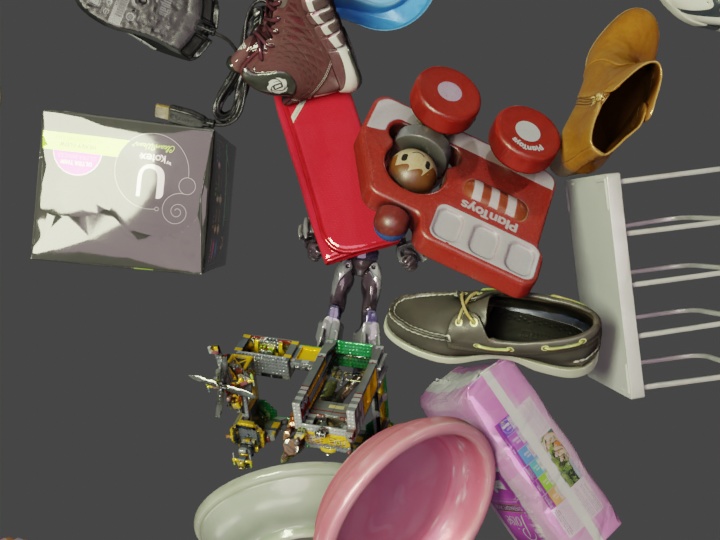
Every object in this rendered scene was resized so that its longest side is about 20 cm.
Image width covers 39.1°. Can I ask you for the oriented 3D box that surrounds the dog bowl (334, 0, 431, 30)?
[{"bbox_3d":[-0.022,-0.301,0.989,0.198,0.050,0.113,17,92,-3],"label":"dog bowl"}]

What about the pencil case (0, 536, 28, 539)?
[{"bbox_3d":[-0.278,0.326,0.998,0.197,0.087,0.089,14,92,-2],"label":"pencil case"}]

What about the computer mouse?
[{"bbox_3d":[-0.191,-0.221,0.994,0.198,0.046,0.142,17,95,-9],"label":"computer mouse"}]

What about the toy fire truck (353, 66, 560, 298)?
[{"bbox_3d":[0.085,-0.078,0.934,0.198,0.113,0.169,25,51,-2],"label":"toy fire truck"}]

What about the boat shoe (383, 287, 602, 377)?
[{"bbox_3d":[0.118,0.045,0.921,0.199,0.061,0.072,7,53,11],"label":"boat shoe"}]

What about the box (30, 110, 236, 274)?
[{"bbox_3d":[-0.196,-0.067,0.919,0.146,0.200,0.126,5,93,-2],"label":"box"}]

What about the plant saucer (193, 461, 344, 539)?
[{"bbox_3d":[-0.056,0.249,0.950,0.197,0.201,0.051,-8,51,-1],"label":"plant saucer"}]

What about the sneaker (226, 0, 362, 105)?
[{"bbox_3d":[-0.081,-0.229,0.921,0.114,0.076,0.201,-20,127,7],"label":"sneaker"}]

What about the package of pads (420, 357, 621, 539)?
[{"bbox_3d":[0.150,0.182,0.982,0.075,0.120,0.201,-36,93,-19],"label":"package of pads"}]

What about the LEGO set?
[{"bbox_3d":[-0.058,0.143,0.936,0.198,0.116,0.155,13,124,12],"label":"LEGO set"}]

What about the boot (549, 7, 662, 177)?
[{"bbox_3d":[0.251,-0.177,0.947,0.070,0.144,0.203,31,81,-5],"label":"boot"}]

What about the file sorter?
[{"bbox_3d":[0.283,0.003,0.971,0.123,0.139,0.203,-8,93,-4],"label":"file sorter"}]

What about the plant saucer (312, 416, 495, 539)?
[{"bbox_3d":[0.033,0.213,0.901,0.199,0.051,0.203,-22,127,-32],"label":"plant saucer"}]

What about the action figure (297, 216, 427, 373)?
[{"bbox_3d":[0.000,0.000,0.997,0.128,0.069,0.203,7,90,3],"label":"action figure"}]

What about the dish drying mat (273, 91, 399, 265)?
[{"bbox_3d":[-0.027,-0.109,0.981,0.076,0.018,0.202,-16,74,-6],"label":"dish drying mat"}]

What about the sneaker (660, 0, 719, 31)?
[{"bbox_3d":[0.378,-0.258,0.963,0.198,0.130,0.080,38,90,-3],"label":"sneaker"}]
